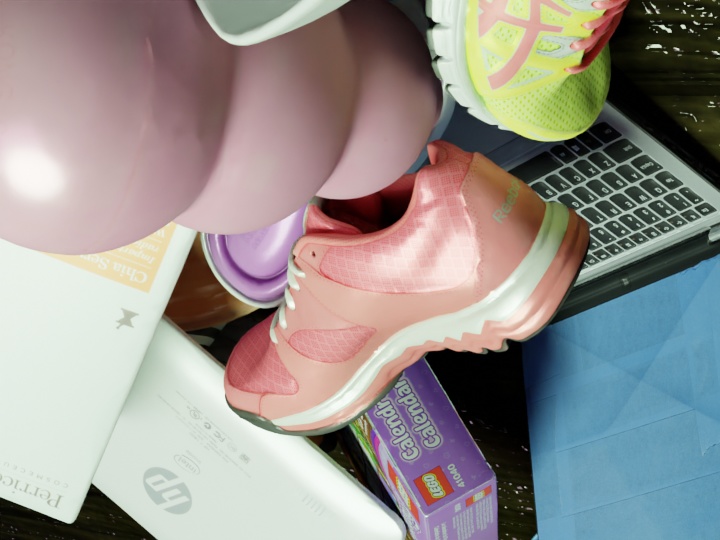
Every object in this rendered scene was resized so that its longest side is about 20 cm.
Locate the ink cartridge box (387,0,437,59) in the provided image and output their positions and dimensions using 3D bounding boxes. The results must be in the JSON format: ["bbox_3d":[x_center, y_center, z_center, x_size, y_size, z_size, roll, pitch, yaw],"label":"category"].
[{"bbox_3d":[-0.087,-0.122,0.987,0.200,0.045,0.176,-18,135,10],"label":"ink cartridge box"}]

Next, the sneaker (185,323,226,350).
[{"bbox_3d":[-0.151,-0.017,1.263,0.200,0.116,0.076,28,169,13],"label":"sneaker"}]

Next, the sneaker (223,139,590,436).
[{"bbox_3d":[0.000,0.000,1.044,0.087,0.074,0.200,42,136,-21],"label":"sneaker"}]

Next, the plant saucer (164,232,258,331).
[{"bbox_3d":[-0.111,-0.053,1.163,0.200,0.038,0.200,7,135,7],"label":"plant saucer"}]

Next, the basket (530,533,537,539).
[{"bbox_3d":[0.119,0.194,1.242,0.139,0.176,0.200,35,165,8],"label":"basket"}]

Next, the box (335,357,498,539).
[{"bbox_3d":[0.016,0.075,1.209,0.137,0.039,0.200,59,173,19],"label":"box"}]

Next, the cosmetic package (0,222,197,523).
[{"bbox_3d":[-0.134,0.004,1.122,0.101,0.071,0.200,21,124,-6],"label":"cosmetic package"}]

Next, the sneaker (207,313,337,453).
[{"bbox_3d":[-0.090,0.061,1.303,0.200,0.092,0.076,33,157,51],"label":"sneaker"}]

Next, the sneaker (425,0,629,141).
[{"bbox_3d":[0.076,-0.111,0.908,0.090,0.078,0.200,20,149,24],"label":"sneaker"}]

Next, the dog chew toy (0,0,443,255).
[{"bbox_3d":[-0.059,-0.067,0.935,0.200,0.125,0.124,0,171,-32],"label":"dog chew toy"}]

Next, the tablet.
[{"bbox_3d":[-0.080,0.090,1.217,0.200,0.014,0.130,41,136,3],"label":"tablet"}]

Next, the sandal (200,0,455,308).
[{"bbox_3d":[-0.016,-0.053,1.061,0.082,0.050,0.203,36,130,14],"label":"sandal"}]

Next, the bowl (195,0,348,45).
[{"bbox_3d":[-0.010,-0.188,0.814,0.200,0.075,0.200,-35,71,61],"label":"bowl"}]

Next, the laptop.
[{"bbox_3d":[0.072,0.022,1.080,0.200,0.116,0.187,37,153,-14],"label":"laptop"}]
